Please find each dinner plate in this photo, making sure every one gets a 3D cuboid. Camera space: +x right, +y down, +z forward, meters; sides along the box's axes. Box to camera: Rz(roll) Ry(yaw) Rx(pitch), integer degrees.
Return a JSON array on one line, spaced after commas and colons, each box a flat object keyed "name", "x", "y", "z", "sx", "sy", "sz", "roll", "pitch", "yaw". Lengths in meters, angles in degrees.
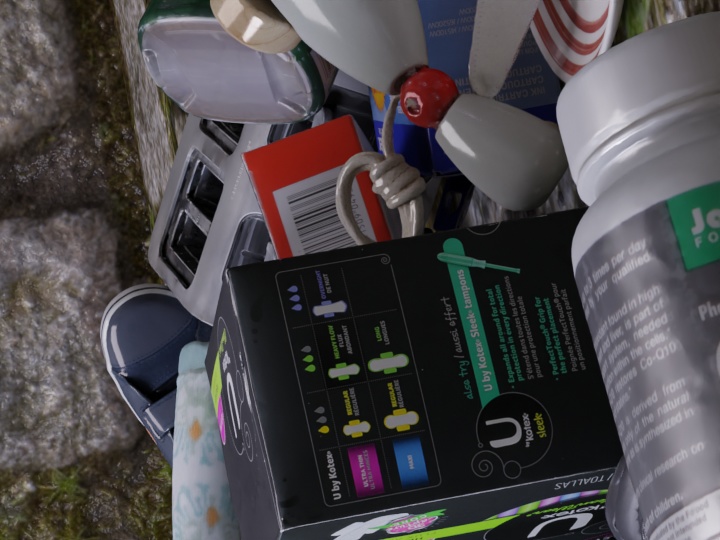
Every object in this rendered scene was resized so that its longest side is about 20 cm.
[{"name": "dinner plate", "x": 0.091, "y": -0.182, "z": 1.227, "sx": 0.200, "sy": 0.024, "sz": 0.200, "roll": 170, "pitch": 90, "yaw": -79}]

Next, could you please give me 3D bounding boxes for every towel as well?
[{"name": "towel", "x": -0.026, "y": 0.135, "z": 1.370, "sx": 0.200, "sy": 0.048, "sz": 0.171, "roll": 23, "pitch": -119, "yaw": -54}]

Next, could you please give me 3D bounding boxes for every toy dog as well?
[{"name": "toy dog", "x": 0.023, "y": -0.113, "z": 1.283, "sx": 0.132, "sy": 0.096, "sz": 0.200, "roll": -28, "pitch": 95, "yaw": 43}]

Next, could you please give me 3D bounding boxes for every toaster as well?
[{"name": "toaster", "x": -0.033, "y": -0.057, "z": 1.614, "sx": 0.200, "sy": 0.119, "sz": 0.181, "roll": -136, "pitch": 65, "yaw": -70}]

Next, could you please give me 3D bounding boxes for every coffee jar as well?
[{"name": "coffee jar", "x": -0.038, "y": -0.176, "z": 1.497, "sx": 0.085, "sy": 0.104, "sz": 0.200, "roll": 67, "pitch": -144, "yaw": -43}]

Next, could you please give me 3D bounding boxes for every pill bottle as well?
[{"name": "pill bottle", "x": 0.135, "y": 0.022, "z": 0.922, "sx": 0.113, "sy": 0.113, "sz": 0.200, "roll": 104, "pitch": 153, "yaw": -67}]

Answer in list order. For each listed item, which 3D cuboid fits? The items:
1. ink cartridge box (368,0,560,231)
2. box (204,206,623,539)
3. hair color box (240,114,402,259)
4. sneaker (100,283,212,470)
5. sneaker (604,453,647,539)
[{"name": "ink cartridge box", "x": 0.047, "y": -0.122, "z": 1.396, "sx": 0.136, "sy": 0.076, "sz": 0.200, "roll": -159, "pitch": 58, "yaw": -79}, {"name": "box", "x": 0.041, "y": 0.060, "z": 1.236, "sx": 0.149, "sy": 0.200, "sz": 0.124, "roll": 108, "pitch": 151, "yaw": -70}, {"name": "hair color box", "x": 0.000, "y": 0.000, "z": 1.410, "sx": 0.200, "sy": 0.061, "sz": 0.102, "roll": 52, "pitch": -161, "yaw": -73}, {"name": "sneaker", "x": -0.079, "y": 0.096, "z": 1.609, "sx": 0.200, "sy": 0.078, "sz": 0.079, "roll": 55, "pitch": 179, "yaw": -13}, {"name": "sneaker", "x": 0.147, "y": 0.137, "z": 1.096, "sx": 0.114, "sy": 0.075, "sz": 0.200, "roll": -158, "pitch": 65, "yaw": -79}]
